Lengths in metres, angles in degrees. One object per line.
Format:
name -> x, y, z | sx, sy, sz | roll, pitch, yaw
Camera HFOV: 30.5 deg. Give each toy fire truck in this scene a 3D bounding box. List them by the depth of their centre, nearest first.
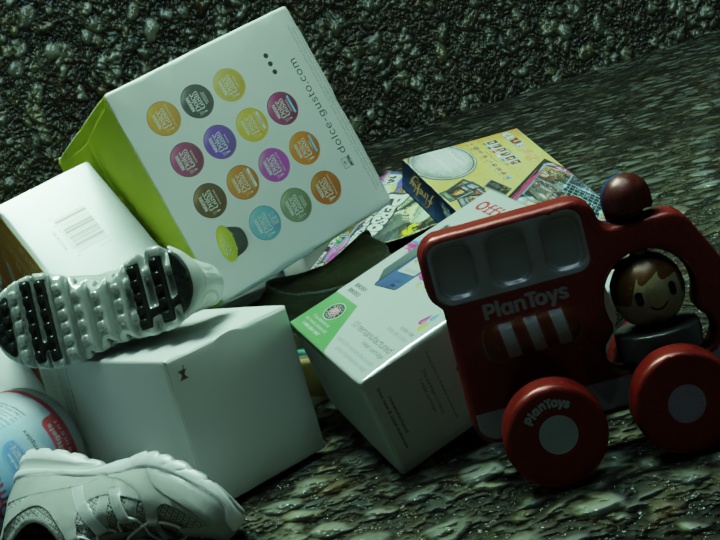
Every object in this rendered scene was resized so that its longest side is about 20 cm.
toy fire truck -> 0.149, 0.031, 0.847 | 0.197, 0.170, 0.112 | -15, 11, 5

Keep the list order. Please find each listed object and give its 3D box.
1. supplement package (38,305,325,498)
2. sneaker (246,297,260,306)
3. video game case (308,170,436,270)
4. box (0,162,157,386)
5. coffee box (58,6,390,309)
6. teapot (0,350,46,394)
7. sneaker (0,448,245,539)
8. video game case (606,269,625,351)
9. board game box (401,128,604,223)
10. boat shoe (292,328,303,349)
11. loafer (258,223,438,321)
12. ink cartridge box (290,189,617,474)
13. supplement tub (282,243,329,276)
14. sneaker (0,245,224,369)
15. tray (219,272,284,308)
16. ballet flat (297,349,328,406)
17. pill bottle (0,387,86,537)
supplement package -> -0.145, 0.106, 1.047 | 0.120, 0.121, 0.199 | -24, 12, -39
sneaker -> -0.123, 0.053, 1.407 | 0.198, 0.075, 0.088 | -8, 15, 37
video game case -> 0.035, -0.019, 1.359 | 0.180, 0.036, 0.201 | 10, 55, 51
box -> -0.250, 0.025, 1.183 | 0.097, 0.124, 0.201 | -31, -25, -28
coffee box -> -0.131, -0.082, 1.208 | 0.197, 0.201, 0.200 | -31, 3, -27
teapot -> -0.321, 0.088, 1.336 | 0.195, 0.148, 0.200 | -9, 12, 33
sneaker -> -0.167, 0.178, 0.921 | 0.198, 0.075, 0.083 | -4, 51, 32
video game case -> 0.117, 0.056, 1.111 | 0.198, 0.046, 0.181 | -10, 11, 31
board game box -> 0.143, -0.062, 1.242 | 0.134, 0.035, 0.200 | -16, 37, -20
boat shoe -> -0.059, 0.075, 1.220 | 0.197, 0.067, 0.074 | -14, 11, 11
loafer -> 0.000, 0.000, 1.213 | 0.197, 0.068, 0.076 | -12, 17, -14
ink cartridge box -> 0.068, 0.038, 0.984 | 0.199, 0.088, 0.145 | -32, 26, -12
supplement tub -> -0.129, -0.006, 1.524 | 0.198, 0.147, 0.145 | -12, 11, 24
sneaker -> -0.196, 0.030, 1.026 | 0.198, 0.076, 0.081 | -11, -1, 22
tray -> -0.160, 0.005, 1.381 | 0.106, 0.022, 0.200 | -24, 28, -19
ballet flat -> -0.070, 0.100, 1.123 | 0.068, 0.064, 0.199 | 6, -8, -33
pill bottle -> -0.305, 0.171, 0.988 | 0.108, 0.110, 0.200 | -10, 13, 31
